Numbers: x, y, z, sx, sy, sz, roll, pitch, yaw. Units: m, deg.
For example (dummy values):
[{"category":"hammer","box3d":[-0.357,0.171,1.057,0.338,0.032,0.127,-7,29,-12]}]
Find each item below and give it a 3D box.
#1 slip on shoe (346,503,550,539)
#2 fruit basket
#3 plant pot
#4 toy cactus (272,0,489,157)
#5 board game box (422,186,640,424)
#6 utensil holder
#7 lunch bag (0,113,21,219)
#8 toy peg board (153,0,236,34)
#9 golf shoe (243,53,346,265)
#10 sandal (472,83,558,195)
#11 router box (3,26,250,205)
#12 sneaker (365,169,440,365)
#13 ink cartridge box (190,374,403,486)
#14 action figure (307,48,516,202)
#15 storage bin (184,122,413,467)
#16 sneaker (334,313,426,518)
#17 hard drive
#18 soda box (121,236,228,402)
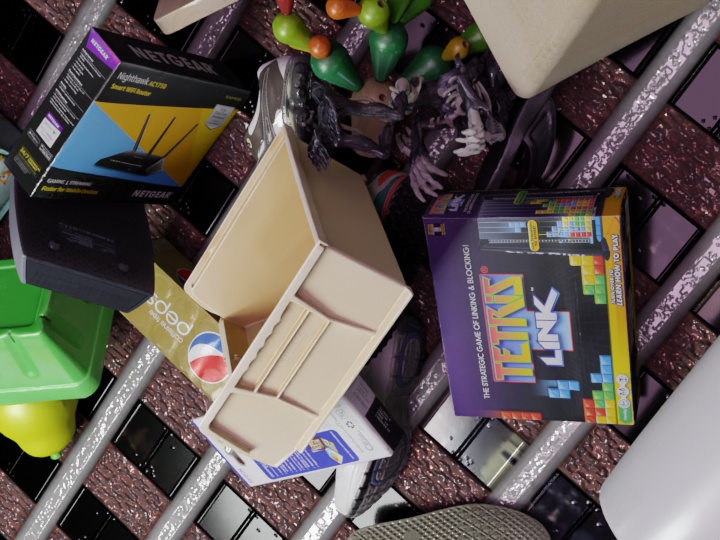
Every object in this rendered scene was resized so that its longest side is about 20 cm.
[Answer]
[{"category":"slip on shoe","box3d":[0.082,0.267,1.056,0.197,0.075,0.062,-12,128,16]},{"category":"fruit basket","box3d":[-0.346,0.092,1.166,0.212,0.216,0.158,-12,53,22]},{"category":"plant pot","box3d":[0.176,-0.280,0.832,0.198,0.177,0.202,-28,87,-12]},{"category":"toy cactus","box3d":[0.013,-0.183,0.977,0.103,0.197,0.167,-126,37,-48]},{"category":"board game box","box3d":[0.149,0.032,0.959,0.163,0.057,0.203,-1,119,20]},{"category":"utensil holder","box3d":[0.309,0.152,0.894,0.169,0.170,0.201,39,112,11]},{"category":"lunch bag","box3d":[-0.458,-0.095,1.176,0.170,0.122,0.201,39,103,11]},{"category":"toy peg board","box3d":[-0.098,-0.331,0.954,0.197,0.202,0.098,-19,131,22]},{"category":"golf shoe","box3d":[-0.063,-0.101,1.059,0.094,0.077,0.204,17,108,42]},{"category":"sandal","box3d":[0.150,-0.121,0.967,0.047,0.075,0.202,28,107,-4]},{"category":"router box","box3d":[-0.207,-0.133,1.029,0.051,0.199,0.150,46,110,18]},{"category":"sneaker","box3d":[0.000,-0.001,1.025,0.070,0.093,0.202,25,94,-29]},{"category":"ink cartridge box","box3d":[-0.061,0.141,1.026,0.198,0.037,0.095,-22,114,40]},{"category":"action figure","box3d":[0.058,-0.117,0.924,0.119,0.197,0.103,118,138,-59]},{"category":"storage bin","box3d":[-0.064,0.020,0.936,0.093,0.201,0.200,25,113,-26]},{"category":"sneaker","box3d":[0.003,0.132,1.067,0.086,0.074,0.203,15,97,31]},{"category":"hard drive","box3d":[-0.261,-0.043,1.043,0.133,0.201,0.043,19,119,-29]},{"category":"soda box","box3d":[-0.158,0.058,1.112,0.200,0.064,0.068,42,109,11]}]
